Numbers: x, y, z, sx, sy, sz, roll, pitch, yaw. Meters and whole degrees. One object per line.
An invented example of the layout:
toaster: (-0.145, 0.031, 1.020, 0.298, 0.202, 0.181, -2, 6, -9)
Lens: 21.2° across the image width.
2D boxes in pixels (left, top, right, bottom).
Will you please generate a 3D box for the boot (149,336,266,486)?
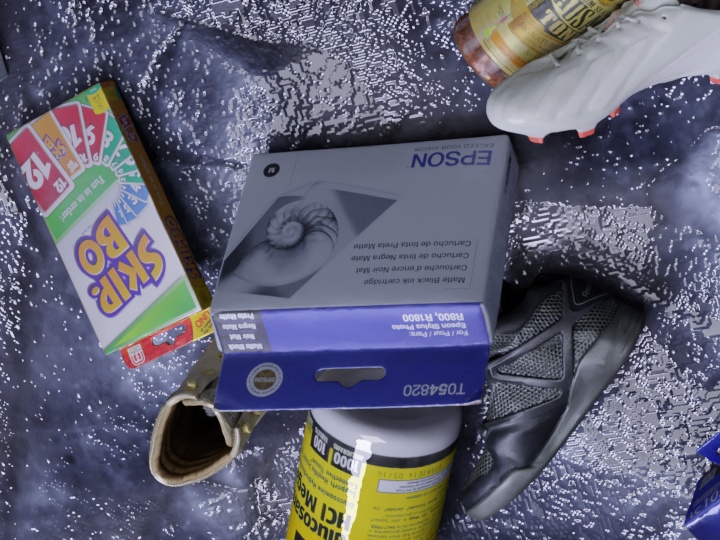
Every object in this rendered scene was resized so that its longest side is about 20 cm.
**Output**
boot: (-0.071, 0.058, 1.377, 0.073, 0.155, 0.200, 41, 120, -3)

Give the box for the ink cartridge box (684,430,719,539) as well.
ink cartridge box: (0.324, 0.172, 1.342, 0.200, 0.076, 0.136, 44, 120, -3)

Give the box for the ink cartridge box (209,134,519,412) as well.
ink cartridge box: (0.000, 0.000, 1.308, 0.199, 0.200, 0.041, -4, 143, 20)

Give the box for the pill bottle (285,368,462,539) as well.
pill bottle: (0.005, 0.175, 1.430, 0.112, 0.112, 0.200, 16, 118, 11)

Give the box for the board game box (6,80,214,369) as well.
board game box: (-0.182, -0.030, 1.424, 0.095, 0.030, 0.200, -25, 92, 27)

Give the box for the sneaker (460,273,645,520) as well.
sneaker: (0.107, 0.082, 1.376, 0.114, 0.076, 0.200, 33, 117, 4)

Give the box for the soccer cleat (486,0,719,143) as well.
soccer cleat: (0.172, -0.143, 1.222, 0.199, 0.069, 0.078, -18, 130, -3)

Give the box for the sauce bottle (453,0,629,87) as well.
sauce bottle: (0.149, -0.195, 1.237, 0.066, 0.066, 0.200, 47, 121, -6)

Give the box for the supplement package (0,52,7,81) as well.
supplement package: (-0.376, -0.164, 1.354, 0.150, 0.200, 0.152, -6, 112, 21)
